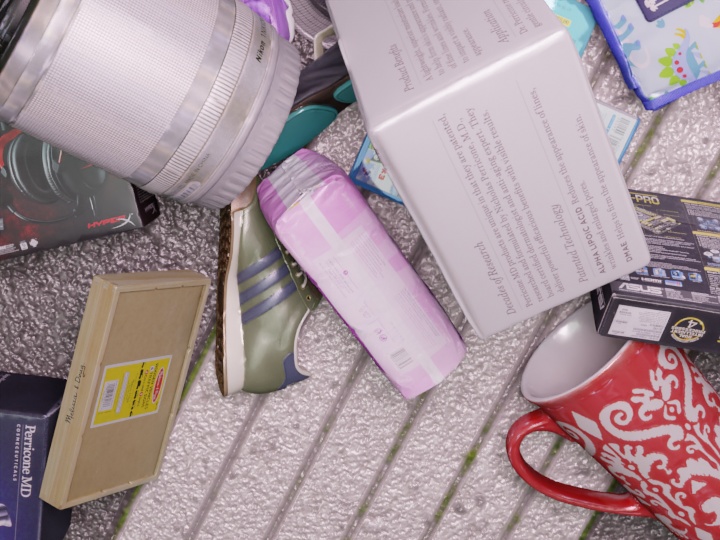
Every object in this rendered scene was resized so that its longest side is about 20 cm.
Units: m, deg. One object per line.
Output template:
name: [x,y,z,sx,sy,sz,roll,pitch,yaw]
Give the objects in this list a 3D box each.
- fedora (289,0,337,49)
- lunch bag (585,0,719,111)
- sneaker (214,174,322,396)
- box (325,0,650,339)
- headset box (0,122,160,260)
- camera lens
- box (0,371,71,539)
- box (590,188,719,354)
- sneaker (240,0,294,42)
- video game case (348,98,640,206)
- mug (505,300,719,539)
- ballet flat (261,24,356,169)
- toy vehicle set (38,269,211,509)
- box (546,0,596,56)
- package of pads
fedora: [0.014,-0.268,0.849,0.200,0.090,0.177,-19,100,4]
lunch bag: [0.275,-0.247,0.833,0.200,0.127,0.170,-30,99,6]
sneaker: [-0.078,0.011,0.926,0.090,0.067,0.200,1,96,-16]
box: [0.083,-0.101,0.727,0.131,0.199,0.200,-25,128,8]
headset box: [-0.271,-0.120,0.888,0.149,0.075,0.200,-12,101,2]
camera lens: [-0.166,-0.150,0.777,0.200,0.160,0.160,26,101,-26]
box: [-0.361,0.168,0.933,0.200,0.104,0.148,6,101,0]
box: [0.288,0.001,0.866,0.200,0.161,0.049,8,130,-2]
sneaker: [-0.137,-0.244,0.849,0.080,0.088,0.200,-35,99,27]
video game case: [0.108,-0.100,0.868,0.200,0.018,0.143,24,101,-1]
mug: [0.241,0.139,0.928,0.200,0.133,0.178,45,134,-12]
ballet flat: [-0.033,-0.154,0.856,0.200,0.073,0.073,-30,100,25]
toy vehicle set: [-0.201,0.099,0.909,0.027,0.124,0.200,22,102,27]
box: [0.124,-0.139,0.896,0.082,0.049,0.200,20,101,-3]
package of pads: [0.000,0.000,0.868,0.076,0.121,0.200,-36,112,2]
